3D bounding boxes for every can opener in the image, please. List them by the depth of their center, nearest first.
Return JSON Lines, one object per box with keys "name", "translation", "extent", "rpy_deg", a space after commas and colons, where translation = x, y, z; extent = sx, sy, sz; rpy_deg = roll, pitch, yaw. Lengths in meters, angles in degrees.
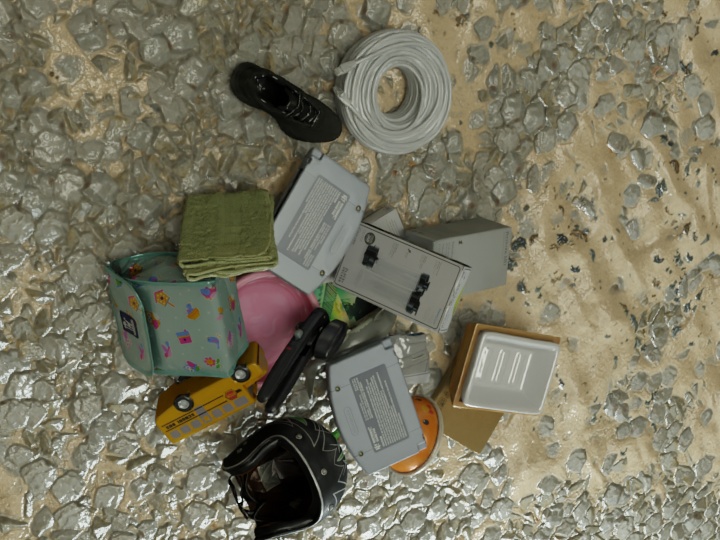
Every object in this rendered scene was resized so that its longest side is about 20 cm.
{"name": "can opener", "translation": [-0.102, 0.139, 1.502], "extent": [0.200, 0.078, 0.064], "rpy_deg": [-49, 122, -32]}

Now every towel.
{"name": "towel", "translation": [-0.196, -0.056, 1.400], "extent": [0.146, 0.201, 0.037], "rpy_deg": [-4, 128, -6]}

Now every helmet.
{"name": "helmet", "translation": [-0.115, 0.336, 1.557], "extent": [0.188, 0.200, 0.202], "rpy_deg": [-25, 115, -2]}

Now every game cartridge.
{"name": "game cartridge", "translation": [-0.073, -0.072, 1.482], "extent": [0.132, 0.041, 0.202], "rpy_deg": [34, 83, -28]}
{"name": "game cartridge", "translation": [0.020, 0.225, 1.554], "extent": [0.131, 0.042, 0.203], "rpy_deg": [-20, 102, -6]}

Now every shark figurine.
{"name": "shark figurine", "translation": [-0.002, 0.135, 1.591], "extent": [0.213, 0.128, 0.090], "rpy_deg": [-33, 89, -18]}

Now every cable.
{"name": "cable", "translation": [0.053, -0.291, 1.542], "extent": [0.199, 0.069, 0.201], "rpy_deg": [-37, 118, -13]}

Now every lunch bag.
{"name": "lunch bag", "translation": [-0.285, 0.066, 1.422], "extent": [0.196, 0.122, 0.173], "rpy_deg": [1, 118, 13]}

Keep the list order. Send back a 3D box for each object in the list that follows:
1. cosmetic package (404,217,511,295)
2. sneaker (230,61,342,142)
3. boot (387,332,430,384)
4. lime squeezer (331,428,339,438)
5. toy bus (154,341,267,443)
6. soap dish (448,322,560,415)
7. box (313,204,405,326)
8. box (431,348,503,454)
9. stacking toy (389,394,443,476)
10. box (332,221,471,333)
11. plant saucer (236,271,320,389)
{"name": "cosmetic package", "translation": [0.168, -0.021, 1.642], "extent": [0.198, 0.081, 0.115], "rpy_deg": [-13, 113, -38]}
{"name": "sneaker", "translation": [-0.106, -0.251, 1.461], "extent": [0.198, 0.091, 0.077], "rpy_deg": [23, 92, -31]}
{"name": "boot", "translation": [0.031, 0.159, 1.667], "extent": [0.197, 0.073, 0.097], "rpy_deg": [-6, 94, -27]}
{"name": "lime squeezer", "translation": [-0.055, 0.335, 1.691], "extent": [0.070, 0.037, 0.203], "rpy_deg": [3, 104, -59]}
{"name": "toy bus", "translation": [-0.232, 0.193, 1.494], "extent": [0.198, 0.065, 0.079], "rpy_deg": [-28, 118, 11]}
{"name": "soap dish", "translation": [0.263, 0.180, 1.745], "extent": [0.197, 0.081, 0.160], "rpy_deg": [10, 100, -28]}
{"name": "box", "translation": [0.000, 0.000, 1.616], "extent": [0.198, 0.036, 0.146], "rpy_deg": [-32, 116, -14]}
{"name": "box", "translation": [0.220, 0.234, 1.799], "extent": [0.162, 0.021, 0.202], "rpy_deg": [31, 89, -30]}
{"name": "stacking toy", "translation": [0.035, 0.264, 1.634], "extent": [0.199, 0.146, 0.148], "rpy_deg": [26, 92, -36]}
{"name": "box", "translation": [0.067, 0.010, 1.527], "extent": [0.118, 0.198, 0.060], "rpy_deg": [-69, 161, 5]}
{"name": "plant saucer", "translation": [-0.162, 0.092, 1.553], "extent": [0.197, 0.051, 0.204], "rpy_deg": [-7, 107, -25]}
